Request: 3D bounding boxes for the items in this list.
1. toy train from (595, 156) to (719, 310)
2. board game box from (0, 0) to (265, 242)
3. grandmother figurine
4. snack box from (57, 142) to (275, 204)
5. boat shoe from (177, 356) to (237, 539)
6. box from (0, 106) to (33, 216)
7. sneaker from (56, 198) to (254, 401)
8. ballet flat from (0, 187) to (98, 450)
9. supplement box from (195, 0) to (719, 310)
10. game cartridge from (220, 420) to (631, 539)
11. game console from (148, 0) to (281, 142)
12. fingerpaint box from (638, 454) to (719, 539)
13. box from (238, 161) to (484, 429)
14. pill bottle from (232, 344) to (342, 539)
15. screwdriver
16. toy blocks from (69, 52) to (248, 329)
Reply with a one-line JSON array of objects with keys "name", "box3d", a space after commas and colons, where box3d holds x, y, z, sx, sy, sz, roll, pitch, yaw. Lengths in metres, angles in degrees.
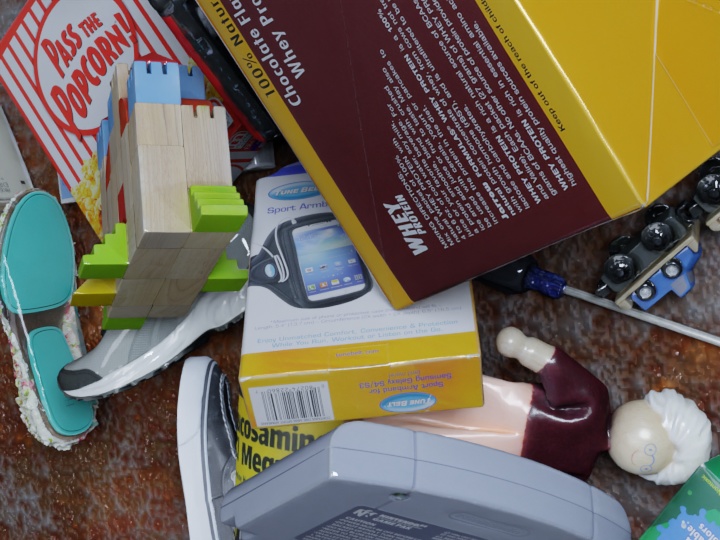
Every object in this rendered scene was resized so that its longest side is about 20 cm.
[{"name": "toy train", "box3d": [0.201, -0.043, 0.678, 0.046, 0.034, 0.200, 42, 120, -7]}, {"name": "board game box", "box3d": [-0.160, -0.124, 0.899, 0.152, 0.046, 0.200, -46, 69, 29]}, {"name": "grandmother figurine", "box3d": [0.090, 0.087, 0.712, 0.200, 0.061, 0.121, 4, 135, 4]}, {"name": "snack box", "box3d": [-0.147, -0.095, 0.937, 0.200, 0.024, 0.072, -7, 91, 36]}, {"name": "boat shoe", "box3d": [-0.082, 0.154, 0.888, 0.068, 0.072, 0.200, -9, 72, 3]}, {"name": "box", "box3d": [-0.364, -0.048, 1.068, 0.200, 0.078, 0.095, -34, 74, 33]}, {"name": "sneaker", "box3d": [-0.132, 0.022, 0.888, 0.200, 0.074, 0.079, -34, 92, 19]}, {"name": "ballet flat", "box3d": [-0.250, 0.040, 0.999, 0.064, 0.076, 0.200, -16, 80, 52]}, {"name": "supplement box", "box3d": [0.055, -0.115, 0.592, 0.197, 0.133, 0.200, 57, 150, -3]}, {"name": "game cartridge", "box3d": [0.042, 0.134, 0.706, 0.133, 0.200, 0.041, -31, 47, 49]}, {"name": "game console", "box3d": [-0.068, -0.205, 0.770, 0.119, 0.172, 0.200, -31, 36, 9]}, {"name": "fingerpaint box", "box3d": [0.213, 0.219, 0.666, 0.200, 0.073, 0.167, 45, 118, 25]}, {"name": "box", "box3d": [0.000, 0.000, 0.711, 0.119, 0.200, 0.042, -6, 126, 4]}, {"name": "pill bottle", "box3d": [-0.020, 0.090, 0.803, 0.112, 0.112, 0.200, 7, 98, 36]}, {"name": "screwdriver", "box3d": [0.129, 0.016, 0.740, 0.200, 0.029, 0.028, 22, 106, 35]}, {"name": "toy blocks", "box3d": [-0.120, -0.059, 0.773, 0.200, 0.100, 0.137, 133, 134, -63]}]
